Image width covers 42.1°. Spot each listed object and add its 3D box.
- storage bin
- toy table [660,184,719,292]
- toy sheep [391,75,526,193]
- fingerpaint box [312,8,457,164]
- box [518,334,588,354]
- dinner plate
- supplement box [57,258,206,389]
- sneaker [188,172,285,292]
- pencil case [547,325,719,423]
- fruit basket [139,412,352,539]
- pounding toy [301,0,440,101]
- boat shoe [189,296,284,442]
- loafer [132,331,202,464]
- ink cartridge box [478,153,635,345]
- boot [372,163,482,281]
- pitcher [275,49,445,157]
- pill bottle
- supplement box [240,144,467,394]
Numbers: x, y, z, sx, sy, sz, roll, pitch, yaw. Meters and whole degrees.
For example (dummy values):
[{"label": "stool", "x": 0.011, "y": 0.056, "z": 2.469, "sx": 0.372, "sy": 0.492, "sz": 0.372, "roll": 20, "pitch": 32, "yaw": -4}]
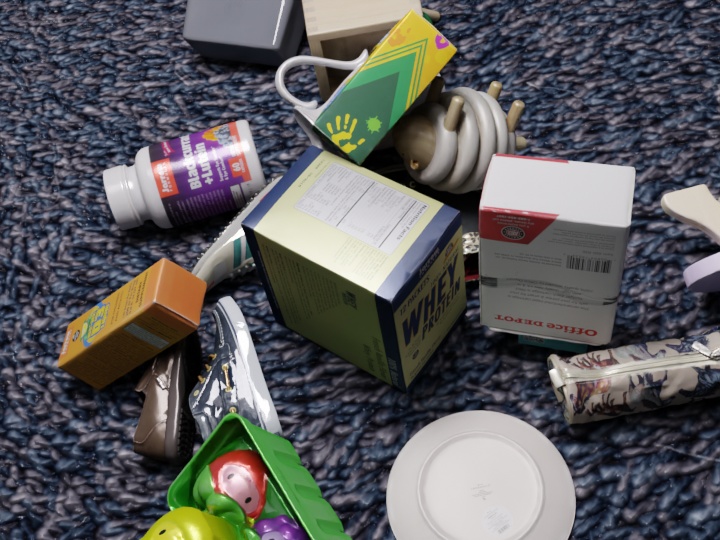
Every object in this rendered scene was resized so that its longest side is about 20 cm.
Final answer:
[{"label": "storage bin", "x": -0.169, "y": -0.387, "z": 1.416, "sx": 0.199, "sy": 0.146, "sz": 0.135, "roll": 11, "pitch": 84, "yaw": 15}, {"label": "toy table", "x": 0.454, "y": -0.056, "z": 1.068, "sx": 0.199, "sy": 0.184, "sz": 0.117, "roll": -10, "pitch": 70, "yaw": -9}, {"label": "toy sheep", "x": 0.124, "y": -0.157, "z": 1.120, "sx": 0.199, "sy": 0.138, "sz": 0.138, "roll": 0, "pitch": 48, "yaw": -29}, {"label": "fingerpaint box", "x": 0.020, "y": -0.211, "z": 1.108, "sx": 0.073, "sy": 0.200, "sz": 0.167, "roll": 41, "pitch": 94, "yaw": -7}, {"label": "box", "x": 0.246, "y": -0.002, "z": 1.122, "sx": 0.082, "sy": 0.049, "sz": 0.200, "roll": 9, "pitch": 57, "yaw": 15}, {"label": "dinner plate", "x": 0.126, "y": 0.234, "z": 0.988, "sx": 0.199, "sy": 0.024, "sz": 0.201, "roll": -4, "pitch": 55, "yaw": 6}, {"label": "supplement box", "x": -0.264, "y": 0.064, "z": 1.073, "sx": 0.200, "sy": 0.069, "sz": 0.067, "roll": -32, "pitch": 40, "yaw": 35}, {"label": "sneaker", "x": -0.134, "y": -0.024, "z": 1.179, "sx": 0.093, "sy": 0.070, "sz": 0.200, "roll": 42, "pitch": 84, "yaw": -5}, {"label": "pencil case", "x": 0.301, "y": 0.113, "z": 1.008, "sx": 0.199, "sy": 0.090, "sz": 0.078, "roll": -10, "pitch": 54, "yaw": 2}, {"label": "fruit basket", "x": -0.128, "y": 0.257, "z": 0.900, "sx": 0.156, "sy": 0.215, "sz": 0.216, "roll": -51, "pitch": 55, "yaw": 18}, {"label": "pounding toy", "x": 0.026, "y": -0.351, "z": 1.337, "sx": 0.199, "sy": 0.184, "sz": 0.143, "roll": -10, "pitch": 66, "yaw": 1}, {"label": "boat shoe", "x": -0.159, "y": 0.121, "z": 1.077, "sx": 0.091, "sy": 0.071, "sz": 0.201, "roll": -18, "pitch": 56, "yaw": -10}, {"label": "loafer", "x": -0.229, "y": 0.126, "z": 1.084, "sx": 0.071, "sy": 0.073, "sz": 0.201, "roll": -5, "pitch": 54, "yaw": 5}, {"label": "ink cartridge box", "x": 0.203, "y": -0.019, "z": 0.987, "sx": 0.146, "sy": 0.200, "sz": 0.083, "roll": 8, "pitch": 53, "yaw": 13}, {"label": "boot", "x": 0.087, "y": -0.059, "z": 1.165, "sx": 0.203, "sy": 0.074, "sz": 0.154, "roll": -5, "pitch": 49, "yaw": 0}, {"label": "pitcher", "x": 0.000, "y": -0.237, "z": 1.262, "sx": 0.200, "sy": 0.121, "sz": 0.172, "roll": -29, "pitch": 97, "yaw": -8}, {"label": "pill bottle", "x": -0.230, "y": -0.120, "z": 1.236, "sx": 0.199, "sy": 0.112, "sz": 0.112, "roll": -17, "pitch": 54, "yaw": -4}, {"label": "supplement box", "x": 0.000, "y": 0.000, "z": 1.063, "sx": 0.199, "sy": 0.200, "sz": 0.134, "roll": 27, "pitch": 63, "yaw": 25}]
